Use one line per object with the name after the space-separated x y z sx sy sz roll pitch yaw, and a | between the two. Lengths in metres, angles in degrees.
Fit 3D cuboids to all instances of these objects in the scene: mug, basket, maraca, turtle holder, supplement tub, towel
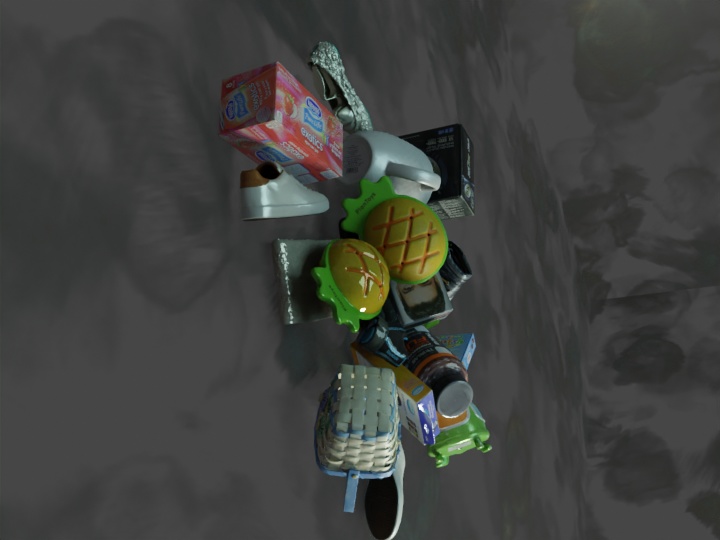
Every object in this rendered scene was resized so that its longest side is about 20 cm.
0.052 -0.174 1.381 0.175 0.198 0.150 15 89 -56 | mug
-0.004 0.255 1.208 0.177 0.137 0.202 -85 177 -50 | basket
0.058 -0.067 1.294 0.200 0.137 0.107 42 0 -5 | maraca
-0.017 0.020 1.190 0.138 0.107 0.200 52 27 -5 | maraca
0.204 0.330 1.618 0.185 0.140 0.133 14 52 -54 | turtle holder
0.120 0.176 1.345 0.200 0.106 0.108 43 -20 58 | supplement tub
-0.081 0.015 1.229 0.199 0.034 0.135 -2 83 -64 | towel

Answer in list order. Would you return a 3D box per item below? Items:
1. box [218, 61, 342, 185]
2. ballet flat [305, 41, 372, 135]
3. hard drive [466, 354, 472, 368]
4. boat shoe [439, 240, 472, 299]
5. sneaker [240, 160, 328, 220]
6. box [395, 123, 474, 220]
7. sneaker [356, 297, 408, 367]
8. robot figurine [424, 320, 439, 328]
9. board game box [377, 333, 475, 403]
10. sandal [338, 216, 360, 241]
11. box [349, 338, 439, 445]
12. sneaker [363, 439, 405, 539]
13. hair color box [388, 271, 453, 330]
-0.114 -0.211 1.149 0.200 0.101 0.096 32 54 -57 | box
-0.045 -0.312 1.384 0.201 0.071 0.072 61 31 -27 | ballet flat
0.145 0.206 1.534 0.200 0.130 0.027 -53 129 -57 | hard drive
0.134 -0.042 1.455 0.070 0.091 0.201 -11 61 -49 | boat shoe
-0.109 -0.122 1.145 0.199 0.072 0.086 -11 95 -64 | sneaker
0.121 -0.185 1.527 0.086 0.197 0.166 41 47 -56 | box
0.035 0.099 1.289 0.082 0.073 0.200 40 17 -13 | sneaker
0.104 0.047 1.515 0.177 0.115 0.200 63 30 -20 | robot figurine
0.131 0.191 1.487 0.200 0.149 0.037 -54 132 -56 | board game box
0.000 0.000 1.390 0.075 0.045 0.203 -11 92 -67 | sandal
0.065 0.204 1.284 0.041 0.199 0.120 -36 138 -22 | box
0.054 0.375 1.356 0.085 0.072 0.203 36 50 -54 | sneaker
0.083 -0.001 1.380 0.061 0.098 0.202 117 -45 -69 | hair color box
